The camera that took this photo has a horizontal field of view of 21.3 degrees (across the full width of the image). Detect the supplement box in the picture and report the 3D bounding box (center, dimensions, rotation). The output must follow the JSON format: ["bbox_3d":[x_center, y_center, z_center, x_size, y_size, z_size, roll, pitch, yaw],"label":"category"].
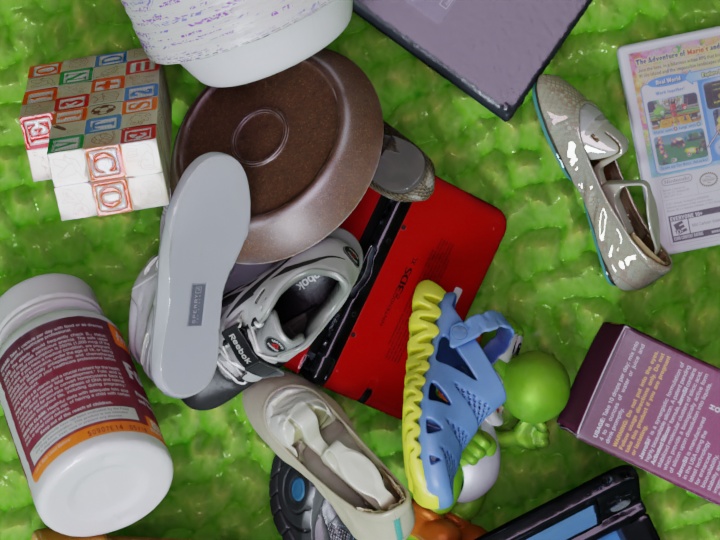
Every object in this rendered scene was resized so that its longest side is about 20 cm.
[{"bbox_3d":[0.278,0.130,1.597,0.199,0.131,0.104,25,90,-1],"label":"supplement box"}]

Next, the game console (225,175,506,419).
[{"bbox_3d":[0.000,0.000,1.649,0.172,0.119,0.201,25,92,-32],"label":"game console"}]

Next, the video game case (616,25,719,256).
[{"bbox_3d":[0.333,-0.121,1.643,0.198,0.024,0.184,-11,91,1],"label":"video game case"}]

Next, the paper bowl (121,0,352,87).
[{"bbox_3d":[-0.086,-0.222,1.553,0.199,0.201,0.105,-25,110,1],"label":"paper bowl"}]

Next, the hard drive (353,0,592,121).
[{"bbox_3d":[0.085,-0.241,1.634,0.199,0.033,0.140,36,91,-1],"label":"hard drive"}]

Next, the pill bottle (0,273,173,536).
[{"bbox_3d":[-0.233,0.105,1.560,0.114,0.114,0.201,-28,51,1],"label":"pill bottle"}]

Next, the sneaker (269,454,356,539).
[{"bbox_3d":[-0.027,0.217,1.638,0.081,0.073,0.202,3,82,-34],"label":"sneaker"}]

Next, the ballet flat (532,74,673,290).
[{"bbox_3d":[0.210,-0.081,1.620,0.062,0.067,0.201,-19,100,33],"label":"ballet flat"}]

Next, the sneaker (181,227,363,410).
[{"bbox_3d":[-0.081,0.048,1.557,0.074,0.089,0.200,42,106,-14],"label":"sneaker"}]

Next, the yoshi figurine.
[{"bbox_3d":[0.115,0.143,1.615,0.111,0.112,0.202,19,89,-16],"label":"yoshi figurine"}]

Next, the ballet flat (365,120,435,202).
[{"bbox_3d":[-0.005,-0.114,1.596,0.068,0.046,0.200,-51,53,-1],"label":"ballet flat"}]

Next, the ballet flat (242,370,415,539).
[{"bbox_3d":[-0.028,0.142,1.565,0.070,0.069,0.200,-47,66,1],"label":"ballet flat"}]

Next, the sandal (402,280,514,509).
[{"bbox_3d":[0.077,0.097,1.540,0.086,0.080,0.201,5,60,4],"label":"sandal"}]

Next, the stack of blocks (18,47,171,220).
[{"bbox_3d":[-0.214,-0.112,1.552,0.114,0.200,0.059,-9,118,-1],"label":"stack of blocks"}]

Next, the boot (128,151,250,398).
[{"bbox_3d":[-0.148,-0.005,1.543,0.073,0.095,0.202,6,103,-33],"label":"boot"}]

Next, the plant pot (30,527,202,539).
[{"bbox_3d":[-0.167,0.302,1.581,0.182,0.200,0.202,-6,92,-16],"label":"plant pot"}]

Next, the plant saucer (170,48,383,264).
[{"bbox_3d":[-0.077,-0.103,1.578,0.199,0.034,0.202,-11,63,23],"label":"plant saucer"}]

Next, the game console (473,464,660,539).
[{"bbox_3d":[0.166,0.269,1.600,0.199,0.176,0.117,-27,70,0],"label":"game console"}]

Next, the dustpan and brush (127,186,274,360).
[{"bbox_3d":[-0.131,-0.007,1.618,0.139,0.057,0.201,38,103,18],"label":"dustpan and brush"}]
